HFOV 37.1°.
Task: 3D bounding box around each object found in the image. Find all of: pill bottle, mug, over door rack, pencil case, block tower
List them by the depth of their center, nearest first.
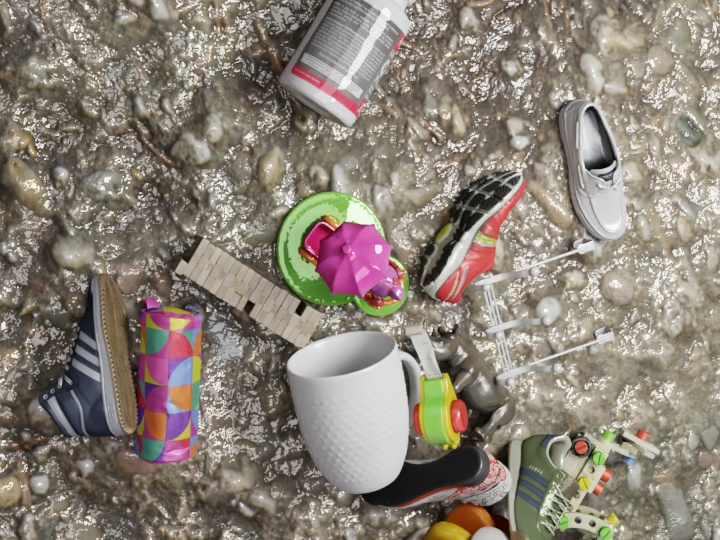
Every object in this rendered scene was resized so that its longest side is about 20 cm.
[{"bbox_3d":[-0.008,-0.290,1.333,0.110,0.111,0.201,31,91,-15],"label":"pill bottle"},{"bbox_3d":[-0.244,0.141,1.359,0.087,0.088,0.203,2,96,-13],"label":"pencil case"},{"bbox_3d":[-0.142,0.026,1.378,0.199,0.054,0.058,31,90,-16],"label":"block tower"},{"bbox_3d":[0.010,0.180,1.401,0.199,0.147,0.178,-26,112,-39],"label":"mug"},{"bbox_3d":[0.258,0.055,1.448,0.198,0.066,0.150,-20,103,-22],"label":"over door rack"}]

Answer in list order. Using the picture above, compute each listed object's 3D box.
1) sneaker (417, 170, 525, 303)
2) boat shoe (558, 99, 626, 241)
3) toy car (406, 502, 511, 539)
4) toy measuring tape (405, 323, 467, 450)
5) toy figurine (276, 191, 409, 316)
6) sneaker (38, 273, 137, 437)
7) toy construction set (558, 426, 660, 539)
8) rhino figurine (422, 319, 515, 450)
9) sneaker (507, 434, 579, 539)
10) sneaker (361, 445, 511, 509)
[{"bbox_3d":[0.157,-0.044,1.437,0.085,0.077,0.201,35,94,-34],"label":"sneaker"},{"bbox_3d":[0.320,-0.132,1.453,0.073,0.065,0.202,-25,103,-8],"label":"boat shoe"},{"bbox_3d":[0.166,0.413,1.467,0.150,0.174,0.202,-34,105,-45],"label":"toy car"},{"bbox_3d":[0.092,0.162,1.367,0.073,0.074,0.202,-27,125,-8],"label":"toy measuring tape"},{"bbox_3d":[0.000,0.000,1.339,0.199,0.184,0.151,38,89,-16],"label":"toy figurine"},{"bbox_3d":[-0.345,0.110,1.335,0.107,0.070,0.203,-11,82,14],"label":"sneaker"},{"bbox_3d":[0.337,0.302,1.507,0.130,0.092,0.202,30,83,9],"label":"toy construction set"},{"bbox_3d":[0.140,0.145,1.454,0.087,0.060,0.201,-42,105,-25],"label":"rhino figurine"},{"bbox_3d":[0.248,0.299,1.428,0.089,0.202,0.067,-19,129,23],"label":"sneaker"},{"bbox_3d":[0.105,0.291,1.444,0.108,0.200,0.068,34,46,-45],"label":"sneaker"}]
